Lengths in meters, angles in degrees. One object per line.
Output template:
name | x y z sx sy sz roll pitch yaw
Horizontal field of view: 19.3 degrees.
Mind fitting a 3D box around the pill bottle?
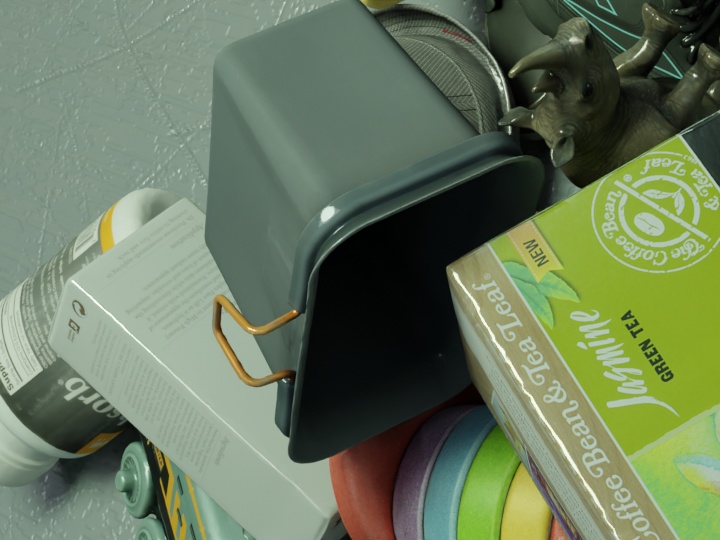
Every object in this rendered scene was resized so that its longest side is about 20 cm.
pill bottle | -0.172 0.047 1.344 0.200 0.116 0.117 -38 52 25

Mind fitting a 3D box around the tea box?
tea box | 0.172 0.055 0.954 0.196 0.134 0.201 -30 63 -6

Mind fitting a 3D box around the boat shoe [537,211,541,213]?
boat shoe | 0.118 0.029 1.109 0.064 0.072 0.199 -37 44 -25

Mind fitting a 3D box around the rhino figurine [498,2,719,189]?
rhino figurine | 0.133 -0.074 0.992 0.060 0.199 0.088 46 114 35

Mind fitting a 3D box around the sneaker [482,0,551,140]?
sneaker | 0.082 -0.181 1.215 0.074 0.106 0.202 -12 67 37

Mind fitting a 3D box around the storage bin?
storage bin | -0.017 -0.021 1.017 0.145 0.201 0.135 -24 61 -21

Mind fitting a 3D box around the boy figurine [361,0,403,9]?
boy figurine | 0.023 -0.221 1.269 0.064 0.124 0.201 -40 31 25

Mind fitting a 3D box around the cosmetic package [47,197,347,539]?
cosmetic package | -0.067 0.063 1.179 0.200 0.101 0.074 43 142 13

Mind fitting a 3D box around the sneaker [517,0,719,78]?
sneaker | 0.159 -0.112 1.085 0.200 0.075 0.079 45 146 4

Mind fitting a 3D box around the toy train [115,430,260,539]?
toy train | -0.085 0.146 1.230 0.114 0.084 0.201 119 142 -47

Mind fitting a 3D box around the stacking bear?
stacking bear | 0.101 0.123 1.080 0.199 0.121 0.115 11 121 39

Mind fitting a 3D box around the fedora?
fedora | -0.004 -0.063 1.221 0.199 0.090 0.179 -19 79 43
